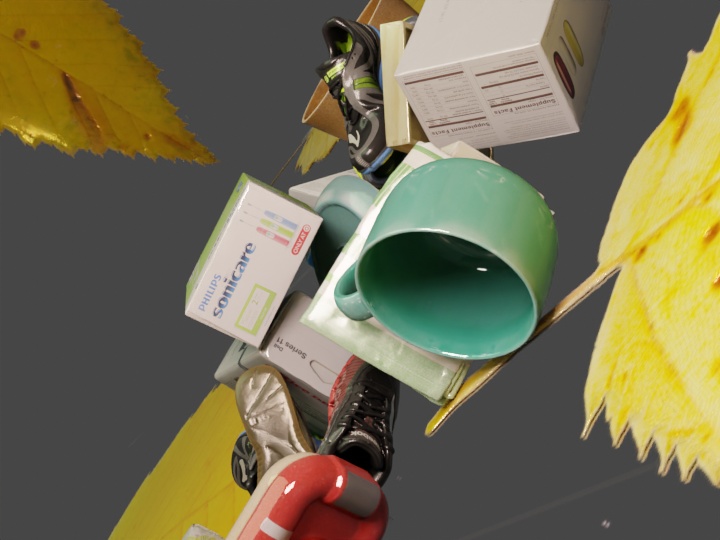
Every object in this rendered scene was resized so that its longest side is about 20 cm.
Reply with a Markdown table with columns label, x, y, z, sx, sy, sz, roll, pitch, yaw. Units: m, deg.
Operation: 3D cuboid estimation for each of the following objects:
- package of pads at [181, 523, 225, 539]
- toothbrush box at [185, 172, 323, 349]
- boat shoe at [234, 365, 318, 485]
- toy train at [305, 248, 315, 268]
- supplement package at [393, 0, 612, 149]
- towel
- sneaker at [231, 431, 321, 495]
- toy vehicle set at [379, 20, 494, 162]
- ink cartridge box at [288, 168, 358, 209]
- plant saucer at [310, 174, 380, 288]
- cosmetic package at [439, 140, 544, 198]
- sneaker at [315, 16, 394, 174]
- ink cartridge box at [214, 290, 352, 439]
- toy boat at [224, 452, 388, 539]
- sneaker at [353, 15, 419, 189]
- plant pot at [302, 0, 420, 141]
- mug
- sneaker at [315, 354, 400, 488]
| label | x | y | z | sx | sy | sz | roll | pitch | yaw |
| --- | --- | --- | --- | --- | --- | --- | --- | --- | --- |
| package of pads | -0.211 | 0.403 | 1.453 | 0.155 | 0.068 | 0.200 | -57 | 12 | 13 |
| toothbrush box | -0.115 | -0.016 | 1.304 | 0.146 | 0.086 | 0.200 | -63 | 8 | 3 |
| boat shoe | -0.069 | 0.192 | 1.232 | 0.072 | 0.201 | 0.066 | -23 | -20 | 11 |
| toy train | -0.003 | -0.006 | 1.476 | 0.087 | 0.114 | 0.200 | -59 | 11 | 7 |
| supplement package | 0.148 | -0.229 | 1.247 | 0.156 | 0.111 | 0.200 | -7 | 44 | 30 |
| towel | 0.062 | -0.001 | 1.116 | 0.200 | 0.153 | 0.023 | -59 | -9 | -4 |
| sneaker | -0.109 | 0.224 | 1.419 | 0.083 | 0.071 | 0.200 | -58 | 12 | -25 |
| toy vehicle set | 0.084 | -0.177 | 1.311 | 0.027 | 0.200 | 0.124 | -6 | 83 | 31 |
| ink cartridge box | 0.020 | -0.084 | 1.471 | 0.200 | 0.109 | 0.050 | -21 | -60 | -49 |
| plant saucer | 0.000 | 0.000 | 1.304 | 0.027 | 0.200 | 0.200 | -21 | -8 | -27 |
| cosmetic package | 0.092 | -0.063 | 1.245 | 0.071 | 0.105 | 0.200 | -59 | 9 | -8 |
| sneaker | -0.008 | -0.182 | 1.299 | 0.071 | 0.083 | 0.200 | -36 | 49 | 37 |
| ink cartridge box | -0.057 | 0.107 | 1.345 | 0.083 | 0.147 | 0.200 | -60 | 12 | -20 |
| toy boat | -0.039 | 0.257 | 1.016 | 0.131 | 0.130 | 0.200 | 27 | 86 | 50 |
| sneaker | 0.046 | -0.176 | 1.356 | 0.081 | 0.074 | 0.200 | -109 | 32 | -75 |
| plant pot | 0.062 | -0.205 | 1.485 | 0.186 | 0.200 | 0.186 | -55 | 12 | 18 |
| mug | 0.070 | -0.021 | 1.031 | 0.152 | 0.185 | 0.114 | 85 | -157 | -47 |
| sneaker | 0.001 | 0.151 | 1.164 | 0.098 | 0.071 | 0.200 | -47 | 18 | 58 |
